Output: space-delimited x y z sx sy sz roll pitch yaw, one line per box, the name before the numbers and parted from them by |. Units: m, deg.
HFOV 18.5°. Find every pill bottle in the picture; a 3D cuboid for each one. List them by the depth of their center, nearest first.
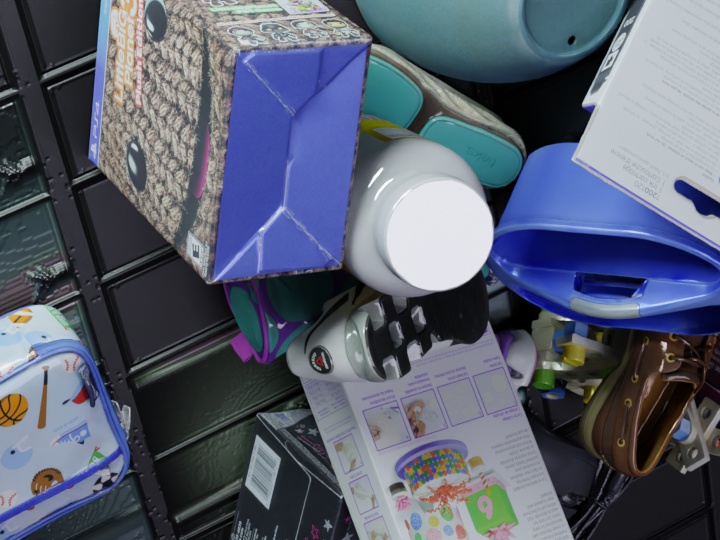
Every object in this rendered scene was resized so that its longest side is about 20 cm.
pill bottle | 0.020 -0.041 1.464 0.104 0.200 0.104 -4 103 -16

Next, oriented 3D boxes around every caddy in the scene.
caddy | 0.188 -0.011 1.575 0.141 0.200 0.105 53 51 -49

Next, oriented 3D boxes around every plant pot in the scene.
plant pot | 0.112 -0.211 1.535 0.200 0.135 0.200 -16 124 -25

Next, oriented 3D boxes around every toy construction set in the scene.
toy construction set | 0.209 0.082 1.762 0.200 0.131 0.092 41 55 -31

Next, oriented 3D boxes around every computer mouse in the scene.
computer mouse | 0.155 0.171 1.835 0.200 0.053 0.139 26 101 -39

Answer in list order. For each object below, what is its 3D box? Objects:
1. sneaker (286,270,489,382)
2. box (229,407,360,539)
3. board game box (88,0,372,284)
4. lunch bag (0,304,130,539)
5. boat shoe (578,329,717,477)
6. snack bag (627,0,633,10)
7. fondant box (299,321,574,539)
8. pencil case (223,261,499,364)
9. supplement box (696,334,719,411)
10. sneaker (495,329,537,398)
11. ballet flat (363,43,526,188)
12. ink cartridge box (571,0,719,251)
sneaker | 0.019 0.031 1.540 0.200 0.088 0.074 -19 98 -57
box | -0.022 0.218 1.697 0.115 0.132 0.200 -3 118 -35
board game box | -0.089 -0.108 1.422 0.097 0.200 0.160 -7 119 -28
lunch bag | -0.257 0.125 1.532 0.200 0.076 0.160 -27 129 -16
boat shoe | 0.236 0.064 1.659 0.072 0.068 0.200 19 101 -30
snack bag | 0.270 -0.232 1.638 0.200 0.021 0.189 -51 160 -5
fondant box | 0.054 0.131 1.600 0.144 0.058 0.200 -15 79 -35
pencil case | 0.000 0.000 1.616 0.200 0.085 0.092 -20 153 -21
supplement box | 0.366 0.041 1.861 0.200 0.103 0.131 -46 133 -3
sneaker | 0.060 0.126 1.732 0.088 0.080 0.200 22 97 -13
ballet flat | 0.033 -0.117 1.588 0.200 0.062 0.067 30 112 -30
ink cartridge box | 0.256 -0.102 1.506 0.198 0.043 0.200 31 69 -9
